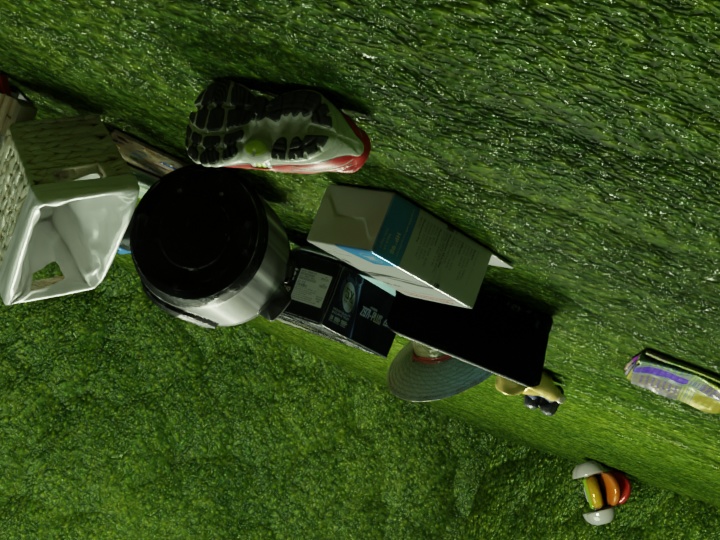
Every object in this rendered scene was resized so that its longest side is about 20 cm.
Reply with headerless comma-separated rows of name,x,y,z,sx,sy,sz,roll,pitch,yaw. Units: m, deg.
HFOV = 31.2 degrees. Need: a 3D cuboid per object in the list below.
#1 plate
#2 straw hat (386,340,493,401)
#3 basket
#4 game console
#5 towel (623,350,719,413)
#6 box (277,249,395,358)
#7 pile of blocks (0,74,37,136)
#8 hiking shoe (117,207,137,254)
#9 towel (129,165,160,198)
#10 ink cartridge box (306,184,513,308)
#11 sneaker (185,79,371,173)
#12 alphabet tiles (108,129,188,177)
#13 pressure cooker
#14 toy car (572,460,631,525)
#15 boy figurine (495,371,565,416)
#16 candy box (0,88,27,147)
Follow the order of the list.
plate,0.000,0.000,1.790,0.197,0.026,0.200,22,173,3
straw hat,0.106,0.085,1.757,0.200,0.200,0.086,11,131,52
basket,-0.361,-0.074,1.517,0.134,0.124,0.201,-11,149,-36
game console,0.129,0.081,1.616,0.197,0.118,0.176,22,161,1
towel,0.412,0.146,1.646,0.142,0.023,0.200,22,172,9
box,-0.064,0.038,1.803,0.198,0.087,0.163,16,170,40
pile of blocks,-0.452,-0.214,1.505,0.198,0.063,0.082,25,-163,-10
hiking shoe,-0.290,-0.057,1.702,0.085,0.076,0.200,-2,176,5
towel,-0.272,-0.103,1.829,0.151,0.024,0.200,22,174,-6
ink cartridge box,0.056,-0.017,1.368,0.199,0.068,0.115,29,169,-38
sneaker,-0.073,-0.109,1.096,0.198,0.078,0.084,15,175,43
alphabet tiles,-0.287,-0.148,1.654,0.165,0.006,0.200,26,172,-19
pressure cooker,-0.173,-0.022,1.572,0.176,0.179,0.200,-7,168,8
toy car,0.692,0.621,3.653,0.148,0.178,0.200,-15,169,1
boy figurine,0.285,0.195,2.173,0.123,0.065,0.200,21,176,28
candy box,-0.526,-0.168,1.584,0.197,0.170,0.072,21,173,5
